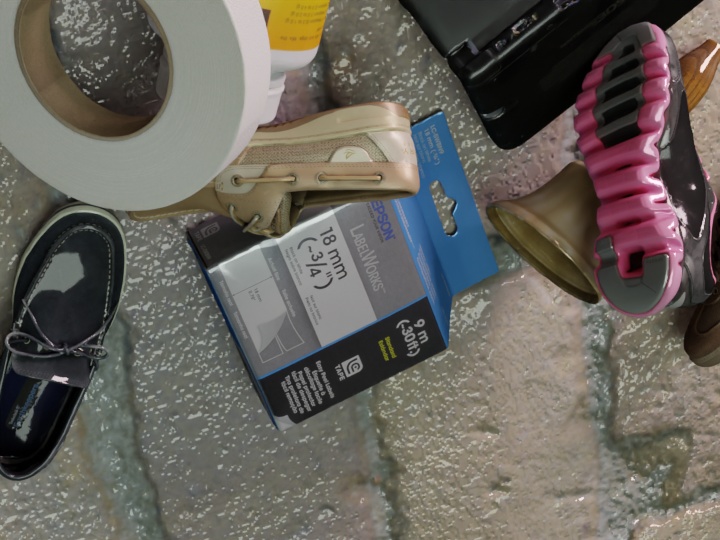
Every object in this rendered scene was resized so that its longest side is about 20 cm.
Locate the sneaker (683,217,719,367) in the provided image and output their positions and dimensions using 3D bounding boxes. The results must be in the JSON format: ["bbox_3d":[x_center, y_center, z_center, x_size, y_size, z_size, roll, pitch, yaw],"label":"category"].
[{"bbox_3d":[0.293,-0.024,1.293,0.075,0.070,0.200,35,96,-11],"label":"sneaker"}]

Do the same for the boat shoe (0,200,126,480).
[{"bbox_3d":[-0.203,0.051,1.135,0.074,0.062,0.201,17,106,-24],"label":"boat shoe"}]

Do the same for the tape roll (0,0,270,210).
[{"bbox_3d":[-0.149,-0.133,1.013,0.202,0.037,0.203,12,121,20],"label":"tape roll"}]

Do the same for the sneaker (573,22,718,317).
[{"bbox_3d":[0.203,-0.065,1.157,0.095,0.079,0.201,7,79,-41],"label":"sneaker"}]

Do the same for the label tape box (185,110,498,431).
[{"bbox_3d":[0.000,0.000,1.185,0.200,0.063,0.145,-26,121,-7],"label":"label tape box"}]

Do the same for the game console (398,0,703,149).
[{"bbox_3d":[0.125,-0.210,1.159,0.200,0.116,0.176,-38,151,1],"label":"game console"}]

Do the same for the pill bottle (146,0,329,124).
[{"bbox_3d":[-0.066,-0.195,1.041,0.109,0.109,0.201,6,111,-23],"label":"pill bottle"}]

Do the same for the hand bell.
[{"bbox_3d":[0.191,-0.085,1.219,0.200,0.104,0.104,-49,121,-8],"label":"hand bell"}]

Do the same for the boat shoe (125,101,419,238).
[{"bbox_3d":[-0.062,-0.055,1.098,0.199,0.071,0.065,-13,80,12],"label":"boat shoe"}]
